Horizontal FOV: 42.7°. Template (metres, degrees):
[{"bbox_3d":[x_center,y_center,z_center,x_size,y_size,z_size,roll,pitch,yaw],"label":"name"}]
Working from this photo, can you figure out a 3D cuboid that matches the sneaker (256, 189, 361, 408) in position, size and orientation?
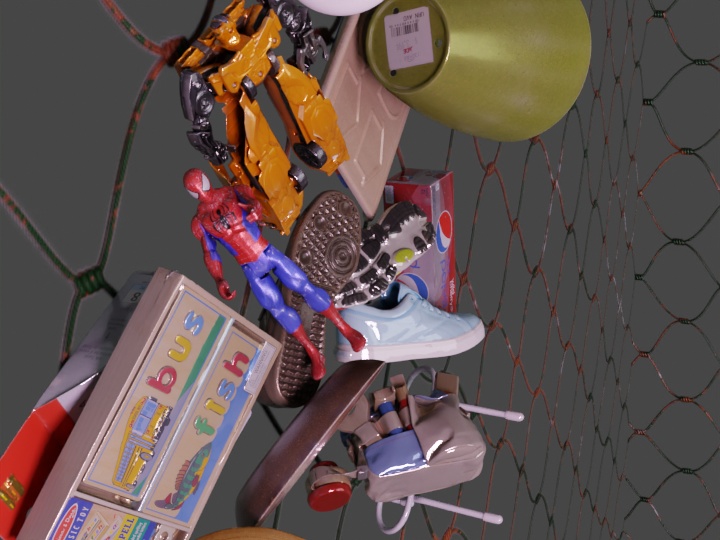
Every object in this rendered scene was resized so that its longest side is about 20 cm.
[{"bbox_3d":[-0.060,0.022,0.824,0.070,0.075,0.201,27,70,-33],"label":"sneaker"}]

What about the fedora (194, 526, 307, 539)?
[{"bbox_3d":[-0.094,0.290,0.757,0.082,0.200,0.202,-142,-129,-72],"label":"fedora"}]

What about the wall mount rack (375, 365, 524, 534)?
[{"bbox_3d":[0.093,0.214,1.068,0.074,0.174,0.201,24,71,-30],"label":"wall mount rack"}]

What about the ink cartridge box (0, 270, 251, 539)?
[{"bbox_3d":[-0.162,0.126,0.654,0.160,0.047,0.200,71,34,-41],"label":"ink cartridge box"}]

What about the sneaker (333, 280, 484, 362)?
[{"bbox_3d":[0.060,0.051,1.009,0.199,0.074,0.082,-6,100,-39],"label":"sneaker"}]

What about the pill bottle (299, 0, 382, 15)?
[{"bbox_3d":[-0.011,-0.267,0.746,0.200,0.109,0.110,-74,162,-69],"label":"pill bottle"}]

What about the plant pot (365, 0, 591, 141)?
[{"bbox_3d":[0.098,-0.219,0.904,0.200,0.187,0.188,-12,107,-52],"label":"plant pot"}]

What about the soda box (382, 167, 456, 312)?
[{"bbox_3d":[0.072,-0.016,1.092,0.070,0.063,0.201,-36,128,-56],"label":"soda box"}]

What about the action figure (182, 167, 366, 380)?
[{"bbox_3d":[-0.070,0.007,0.707,0.200,0.065,0.099,52,6,-20],"label":"action figure"}]

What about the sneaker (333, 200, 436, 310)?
[{"bbox_3d":[0.000,0.000,0.940,0.200,0.085,0.077,-27,78,-43],"label":"sneaker"}]

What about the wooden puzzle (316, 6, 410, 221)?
[{"bbox_3d":[-0.002,-0.176,0.930,0.200,0.046,0.186,61,43,-57],"label":"wooden puzzle"}]

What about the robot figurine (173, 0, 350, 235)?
[{"bbox_3d":[-0.079,-0.126,0.739,0.145,0.058,0.200,-52,144,-20],"label":"robot figurine"}]

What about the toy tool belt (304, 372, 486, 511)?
[{"bbox_3d":[0.028,0.177,0.985,0.125,0.199,0.123,92,-17,-49],"label":"toy tool belt"}]

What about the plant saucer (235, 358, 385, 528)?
[{"bbox_3d":[-0.050,0.151,0.816,0.200,0.032,0.200,-51,174,-8],"label":"plant saucer"}]

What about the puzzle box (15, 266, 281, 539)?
[{"bbox_3d":[-0.138,0.113,0.637,0.133,0.025,0.201,42,68,-53],"label":"puzzle box"}]
